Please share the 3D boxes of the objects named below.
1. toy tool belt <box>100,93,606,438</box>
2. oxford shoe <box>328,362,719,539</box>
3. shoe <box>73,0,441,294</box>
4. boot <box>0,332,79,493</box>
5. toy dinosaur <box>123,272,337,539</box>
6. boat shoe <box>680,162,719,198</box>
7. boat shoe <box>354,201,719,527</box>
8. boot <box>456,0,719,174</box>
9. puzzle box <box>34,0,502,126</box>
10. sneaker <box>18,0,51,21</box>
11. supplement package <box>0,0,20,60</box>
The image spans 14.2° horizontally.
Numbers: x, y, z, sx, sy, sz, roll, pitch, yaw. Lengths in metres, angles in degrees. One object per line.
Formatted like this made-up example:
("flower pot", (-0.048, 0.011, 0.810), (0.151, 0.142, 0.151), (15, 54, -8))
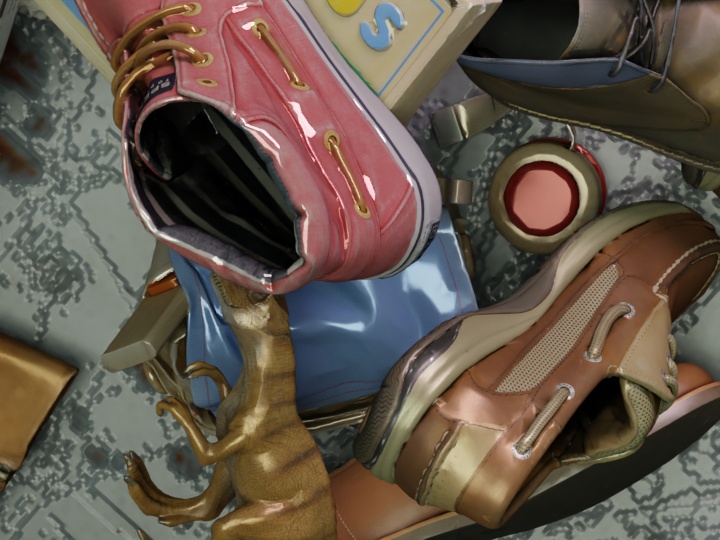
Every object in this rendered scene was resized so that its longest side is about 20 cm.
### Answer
("toy tool belt", (0.000, 0.000, 1.157), (0.200, 0.123, 0.125), (-18, 93, 10))
("oxford shoe", (0.055, 0.075, 1.187), (0.200, 0.071, 0.071), (-23, 70, 7))
("shoe", (-0.060, -0.073, 1.034), (0.200, 0.091, 0.072), (49, 117, 15))
("boot", (-0.212, 0.003, 1.219), (0.200, 0.068, 0.189), (29, 100, 4))
("toy dinosaur", (-0.032, 0.095, 1.113), (0.106, 0.060, 0.200), (-16, 118, 8))
("boat shoe", (0.215, -0.093, 1.143), (0.074, 0.076, 0.200), (42, 109, -3))
("boat shoe", (0.082, 0.042, 1.110), (0.074, 0.200, 0.076), (38, 136, 20))
("boot", (0.117, -0.078, 1.085), (0.200, 0.097, 0.075), (6, 89, 28))
("puzzle box", (-0.054, -0.120, 1.092), (0.200, 0.025, 0.133), (46, 116, 16))
("sneaker", (-0.166, -0.194, 1.189), (0.100, 0.070, 0.200), (-44, 89, 9))
("supplement package", (-0.236, -0.144, 1.114), (0.111, 0.156, 0.200), (-37, 78, -31))
